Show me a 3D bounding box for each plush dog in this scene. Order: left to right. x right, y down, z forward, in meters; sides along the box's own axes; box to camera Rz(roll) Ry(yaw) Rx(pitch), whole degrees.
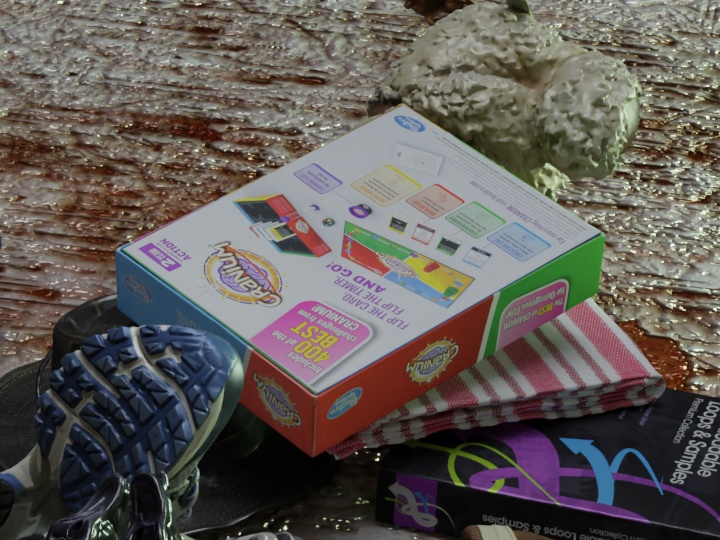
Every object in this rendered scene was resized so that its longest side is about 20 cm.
[{"bbox_3d":[0.040,-0.068,1.690,0.160,0.200,0.172,45,65,-3],"label":"plush dog"}]

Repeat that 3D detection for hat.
[{"bbox_3d":[-0.103,0.056,1.533,0.200,0.081,0.201,3,26,-2],"label":"hat"}]

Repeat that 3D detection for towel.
[{"bbox_3d":[0.041,0.035,1.547,0.200,0.030,0.146,-6,37,-28],"label":"towel"}]

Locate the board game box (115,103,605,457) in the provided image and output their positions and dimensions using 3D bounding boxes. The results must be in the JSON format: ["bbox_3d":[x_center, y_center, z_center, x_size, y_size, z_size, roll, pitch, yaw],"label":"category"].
[{"bbox_3d":[0.000,0.000,1.504,0.200,0.040,0.153,-28,47,-33],"label":"board game box"}]

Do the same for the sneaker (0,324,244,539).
[{"bbox_3d":[-0.109,0.086,1.374,0.085,0.200,0.077,-6,61,-47],"label":"sneaker"}]

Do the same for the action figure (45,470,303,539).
[{"bbox_3d":[-0.046,0.158,1.311,0.200,0.102,0.119,28,-22,-38],"label":"action figure"}]

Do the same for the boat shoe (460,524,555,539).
[{"bbox_3d":[0.090,0.172,1.328,0.075,0.075,0.202,6,25,-7],"label":"boat shoe"}]

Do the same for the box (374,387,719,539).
[{"bbox_3d":[0.123,0.100,1.518,0.199,0.036,0.143,11,27,14],"label":"box"}]
